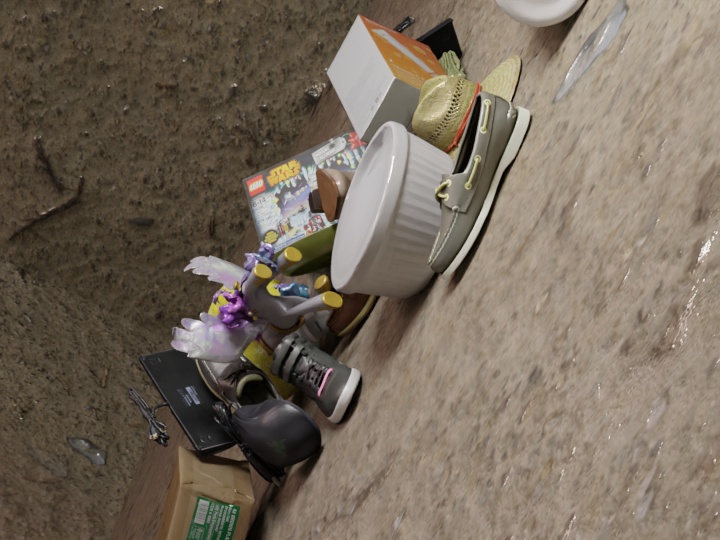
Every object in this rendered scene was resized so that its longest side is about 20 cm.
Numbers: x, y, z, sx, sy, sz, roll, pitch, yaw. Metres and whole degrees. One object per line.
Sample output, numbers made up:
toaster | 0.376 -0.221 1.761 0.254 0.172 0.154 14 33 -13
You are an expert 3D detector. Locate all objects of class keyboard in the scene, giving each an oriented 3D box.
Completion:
keyboard | -0.253 0.183 1.803 0.200 0.126 0.021 49 136 39
keyboard | 0.052 -0.301 1.884 0.199 0.128 0.021 -34 48 -9

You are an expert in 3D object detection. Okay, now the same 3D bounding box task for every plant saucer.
plant saucer | -0.033 -0.034 1.796 0.198 0.031 0.200 -21 -6 -2

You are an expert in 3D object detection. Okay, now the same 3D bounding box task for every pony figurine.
pony figurine | -0.137 0.046 1.734 0.200 0.191 0.168 -49 25 50

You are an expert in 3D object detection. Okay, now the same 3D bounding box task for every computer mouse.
computer mouse | -0.118 0.218 1.669 0.053 0.139 0.199 -47 11 -30

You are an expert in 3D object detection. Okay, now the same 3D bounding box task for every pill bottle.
pill bottle | 0.189 -0.345 1.470 0.115 0.113 0.200 -61 10 17

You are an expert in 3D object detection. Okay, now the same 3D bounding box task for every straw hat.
straw hat | 0.107 -0.190 1.589 0.202 0.084 0.201 -61 10 18

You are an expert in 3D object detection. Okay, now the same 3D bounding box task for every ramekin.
ramekin | 0.043 -0.062 1.517 0.202 0.093 0.205 -163 90 -77

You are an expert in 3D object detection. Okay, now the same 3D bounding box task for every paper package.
paper package | -0.213 0.359 1.739 0.191 0.102 0.203 -134 59 -78

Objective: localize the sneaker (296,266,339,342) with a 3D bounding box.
sneaker | -0.034 0.035 1.885 0.081 0.075 0.201 -19 28 26

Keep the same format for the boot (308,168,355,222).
boot | 0.013 -0.109 1.733 0.200 0.144 0.071 177 83 -78

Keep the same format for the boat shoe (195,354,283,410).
boat shoe | -0.151 0.159 1.773 0.071 0.201 0.066 -34 -22 -21

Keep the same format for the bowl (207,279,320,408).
bowl | -0.123 0.105 1.901 0.107 0.200 0.202 -1 56 36

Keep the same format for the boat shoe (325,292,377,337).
boat shoe | 0.000 0.000 1.725 0.201 0.067 0.072 -58 11 32

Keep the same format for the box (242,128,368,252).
box | -0.062 -0.105 1.891 0.198 0.040 0.138 -24 67 13

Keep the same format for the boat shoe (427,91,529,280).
boat shoe | 0.112 -0.090 1.386 0.204 0.060 0.072 -65 10 -7

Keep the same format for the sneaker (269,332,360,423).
sneaker | -0.062 0.130 1.632 0.071 0.098 0.200 -62 11 0

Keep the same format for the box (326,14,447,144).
box | 0.048 -0.240 1.762 0.098 0.123 0.201 -58 30 23

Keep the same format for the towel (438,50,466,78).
towel | 0.091 -0.212 1.877 0.201 0.036 0.149 -59 12 21
